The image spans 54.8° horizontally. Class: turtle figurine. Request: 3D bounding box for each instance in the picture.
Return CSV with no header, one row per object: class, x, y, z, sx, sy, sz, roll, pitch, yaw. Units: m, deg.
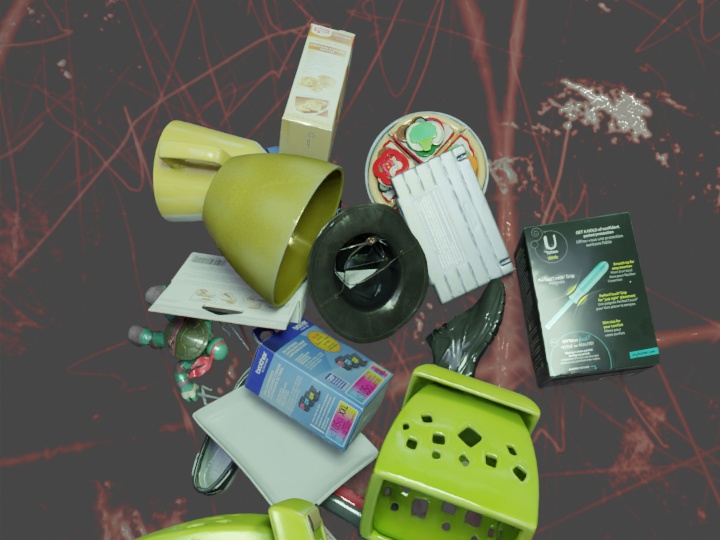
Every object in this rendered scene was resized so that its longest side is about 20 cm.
turtle figurine,-0.249,0.101,1.031,0.196,0.102,0.152,23,65,24

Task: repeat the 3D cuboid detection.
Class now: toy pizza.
toy pizza,0.102,-0.157,1.083,0.194,0.032,0.207,-2,76,7

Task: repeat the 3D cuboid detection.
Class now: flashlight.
flashlight,-0.030,0.307,0.973,0.196,0.068,0.069,26,107,9

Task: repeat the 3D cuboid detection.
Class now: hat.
hat,0.000,0.000,1.017,0.195,0.081,0.207,-5,102,-23

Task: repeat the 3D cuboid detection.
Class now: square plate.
square plate,-0.099,0.230,0.948,0.199,0.196,0.029,41,126,20

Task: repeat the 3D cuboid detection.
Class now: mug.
mug,-0.219,-0.135,1.043,0.148,0.187,0.154,7,114,7

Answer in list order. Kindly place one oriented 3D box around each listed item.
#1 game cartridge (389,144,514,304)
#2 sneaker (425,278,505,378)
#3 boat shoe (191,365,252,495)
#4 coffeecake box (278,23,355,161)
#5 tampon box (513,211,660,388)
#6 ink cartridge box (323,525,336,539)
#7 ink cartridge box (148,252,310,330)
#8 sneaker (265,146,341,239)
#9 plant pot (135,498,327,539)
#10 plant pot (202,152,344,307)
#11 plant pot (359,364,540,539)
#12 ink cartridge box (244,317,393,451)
game cartridge,0.134,-0.067,1.036,0.127,0.038,0.205,-23,90,5
sneaker,0.144,0.096,0.996,0.089,0.076,0.203,26,80,16
boat shoe,-0.180,0.229,1.008,0.074,0.060,0.205,18,79,11
coffeecake box,-0.067,-0.230,1.023,0.071,0.155,0.204,12,55,-3
tampon box,0.305,0.045,0.959,0.145,0.127,0.206,-7,74,4
ink cartridge box,-0.070,0.395,0.883,0.084,0.200,0.146,-44,75,-3
ink cartridge box,-0.179,0.042,1.000,0.194,0.177,0.046,8,119,6
sneaker,-0.080,-0.119,1.085,0.076,0.071,0.203,-23,68,-21
plant pot,-0.109,0.339,0.694,0.177,0.199,0.205,-18,75,-3
plant pot,-0.126,-0.076,0.928,0.139,0.200,0.204,27,80,7
plant pot,0.118,0.250,0.886,0.194,0.202,0.184,16,50,7
ink cartridge box,-0.068,0.145,0.969,0.196,0.136,0.078,28,110,13
